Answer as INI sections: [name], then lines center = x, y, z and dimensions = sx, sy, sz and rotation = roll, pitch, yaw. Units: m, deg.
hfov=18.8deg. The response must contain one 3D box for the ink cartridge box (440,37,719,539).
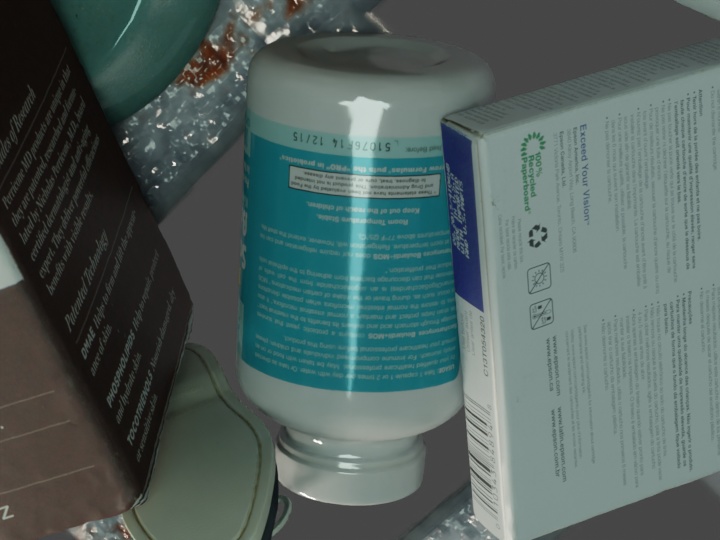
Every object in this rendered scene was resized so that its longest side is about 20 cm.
[ink cartridge box]
center = 0.135, 0.003, 0.968
dimensions = 0.199, 0.043, 0.197
rotation = -17, 116, -24

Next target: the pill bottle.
[pill bottle]
center = 0.000, 0.000, 0.975
dimensions = 0.110, 0.111, 0.201
rotation = 5, 107, 4

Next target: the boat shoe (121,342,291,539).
[boat shoe]
center = -0.073, 0.098, 0.968
dimensions = 0.075, 0.200, 0.062
rotation = -22, 115, -10

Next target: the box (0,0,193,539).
[box]
center = -0.192, 0.000, 0.941
dimensions = 0.165, 0.164, 0.200
rotation = -17, 118, 15

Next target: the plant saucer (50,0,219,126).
[plant saucer]
center = -0.161, -0.151, 0.984
dimensions = 0.199, 0.036, 0.201
rotation = 2, 107, 5

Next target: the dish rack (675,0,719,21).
[dish rack]
center = 0.121, -0.211, 0.880
dimensions = 0.171, 0.044, 0.200
rotation = 29, 140, 22
